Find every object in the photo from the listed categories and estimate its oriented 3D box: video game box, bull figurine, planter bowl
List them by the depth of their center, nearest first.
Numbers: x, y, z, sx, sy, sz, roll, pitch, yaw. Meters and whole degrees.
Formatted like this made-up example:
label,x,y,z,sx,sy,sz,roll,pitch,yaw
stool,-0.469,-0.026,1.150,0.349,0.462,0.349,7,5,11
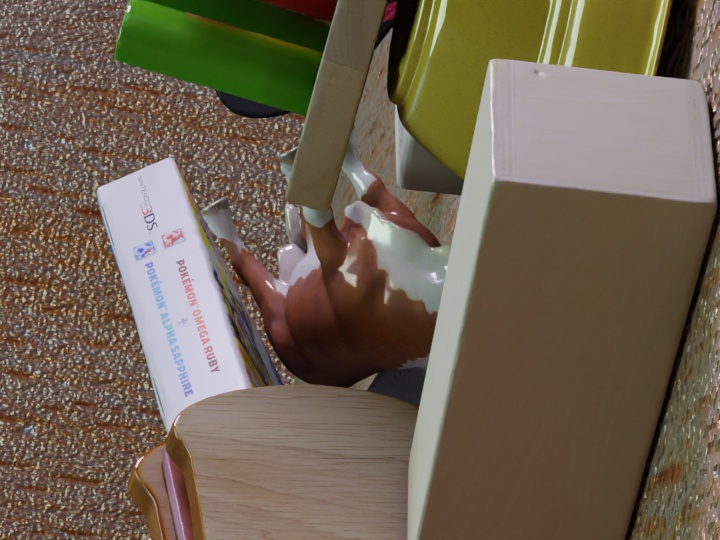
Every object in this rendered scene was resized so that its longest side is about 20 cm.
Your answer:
label,x,y,z,sx,sy,sz,roll,pitch,yaw
planter bowl,0.058,-0.100,1.141,0.200,0.083,0.202,-168,90,-84
bull figurine,0.000,0.000,1.351,0.122,0.065,0.200,61,153,0
video game box,-0.051,0.078,1.364,0.183,0.047,0.201,-115,1,-50

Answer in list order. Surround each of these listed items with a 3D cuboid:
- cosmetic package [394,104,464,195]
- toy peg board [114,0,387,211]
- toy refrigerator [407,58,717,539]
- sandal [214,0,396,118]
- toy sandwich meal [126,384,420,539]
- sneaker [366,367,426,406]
label,x,y,z,sx,sy,sz,roll,pitch,yaw
cosmetic package,0.063,-0.139,1.321,0.104,0.073,0.201,-89,6,-48
toy peg board,-0.022,-0.165,1.181,0.200,0.097,0.200,-76,2,-58
toy refrigerator,0.066,0.024,1.051,0.070,0.075,0.201,-89,6,-47
sandal,0.007,-0.148,1.416,0.075,0.200,0.045,54,-176,6
toy sandwich meal,-0.005,0.130,1.115,0.206,0.204,0.071,-89,11,-48
sneaker,0.034,0.105,1.467,0.089,0.075,0.201,-53,-23,-60
